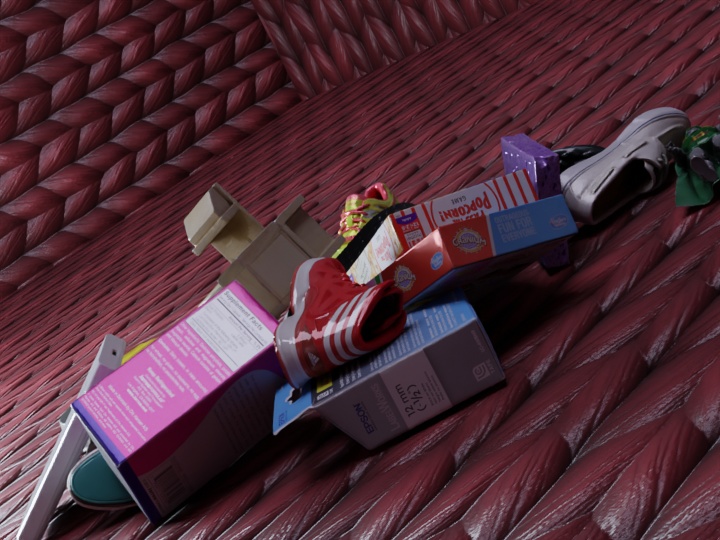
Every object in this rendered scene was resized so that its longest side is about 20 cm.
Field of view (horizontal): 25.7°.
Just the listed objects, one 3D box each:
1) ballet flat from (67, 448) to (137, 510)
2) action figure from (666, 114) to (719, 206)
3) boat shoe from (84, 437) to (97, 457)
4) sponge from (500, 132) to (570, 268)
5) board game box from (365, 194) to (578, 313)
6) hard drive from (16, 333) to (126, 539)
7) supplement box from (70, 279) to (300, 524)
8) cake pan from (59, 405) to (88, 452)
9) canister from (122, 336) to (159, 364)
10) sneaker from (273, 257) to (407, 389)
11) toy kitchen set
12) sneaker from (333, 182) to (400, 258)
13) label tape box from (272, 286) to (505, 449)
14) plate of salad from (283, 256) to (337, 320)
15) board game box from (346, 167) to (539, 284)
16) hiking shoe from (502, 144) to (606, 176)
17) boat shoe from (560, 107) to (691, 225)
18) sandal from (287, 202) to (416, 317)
[{"bbox_3d":[-0.191,0.184,1.561,0.198,0.070,0.069,-25,11,-5],"label":"ballet flat"},{"bbox_3d":[0.353,-0.122,1.599,0.117,0.055,0.200,-30,7,9],"label":"action figure"},{"bbox_3d":[-0.242,0.155,1.655,0.070,0.070,0.200,-5,-18,-32],"label":"boat shoe"},{"bbox_3d":[0.182,-0.077,1.645,0.029,0.113,0.200,-9,12,-3],"label":"sponge"},{"bbox_3d":[0.090,-0.001,1.490,0.152,0.041,0.200,-15,-13,-33],"label":"board game box"},{"bbox_3d":[-0.298,0.173,1.636,0.132,0.026,0.202,-114,49,-78],"label":"hard drive"},{"bbox_3d":[-0.154,0.122,1.480,0.199,0.102,0.103,-36,49,-14],"label":"supplement box"},{"bbox_3d":[-0.285,0.156,1.934,0.198,0.037,0.200,-27,12,6],"label":"cake pan"},{"bbox_3d":[-0.188,0.121,1.740,0.198,0.087,0.148,-17,16,40],"label":"canister"},{"bbox_3d":[-0.005,0.036,1.435,0.114,0.079,0.201,-17,25,16],"label":"sneaker"},{"bbox_3d":[-0.160,0.003,1.846,0.200,0.163,0.181,-46,3,35],"label":"toy kitchen set"},{"bbox_3d":[-0.002,-0.048,2.013,0.077,0.091,0.200,-19,16,31],"label":"sneaker"},{"bbox_3d":[0.022,0.099,1.394,0.198,0.067,0.143,-30,10,4],"label":"label tape box"},{"bbox_3d":[-0.006,0.023,1.824,0.199,0.048,0.201,-33,20,13],"label":"plate of salad"},{"bbox_3d":[0.078,-0.027,1.572,0.150,0.047,0.200,-19,-12,-17],"label":"board game box"},{"bbox_3d":[0.209,-0.104,1.792,0.198,0.075,0.087,-20,15,37],"label":"hiking shoe"},{"bbox_3d":[0.292,-0.107,1.667,0.199,0.072,0.070,-30,39,-28],"label":"boat shoe"},{"bbox_3d":[0.000,0.000,1.744,0.200,0.045,0.075,-44,22,17],"label":"sandal"}]
